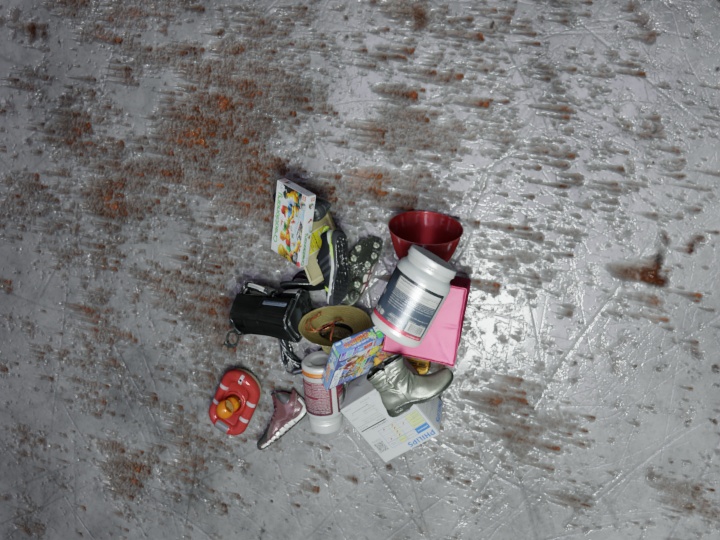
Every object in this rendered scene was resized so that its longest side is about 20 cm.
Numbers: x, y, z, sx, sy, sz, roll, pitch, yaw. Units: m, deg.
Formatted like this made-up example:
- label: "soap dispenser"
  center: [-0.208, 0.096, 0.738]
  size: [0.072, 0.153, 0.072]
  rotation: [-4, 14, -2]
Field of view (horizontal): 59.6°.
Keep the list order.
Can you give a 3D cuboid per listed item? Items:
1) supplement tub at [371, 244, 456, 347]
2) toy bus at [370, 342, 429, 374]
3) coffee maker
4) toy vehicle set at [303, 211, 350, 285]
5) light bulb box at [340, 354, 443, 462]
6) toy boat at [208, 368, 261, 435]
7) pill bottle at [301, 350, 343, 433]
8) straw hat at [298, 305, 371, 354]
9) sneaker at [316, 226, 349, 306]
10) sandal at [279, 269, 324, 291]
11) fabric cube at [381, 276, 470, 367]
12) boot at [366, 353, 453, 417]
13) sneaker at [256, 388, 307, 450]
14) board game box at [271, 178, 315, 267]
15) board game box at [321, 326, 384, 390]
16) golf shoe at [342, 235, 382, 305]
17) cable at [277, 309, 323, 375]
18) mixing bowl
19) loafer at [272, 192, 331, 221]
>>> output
- label: "supplement tub"
  center: [0.124, 0.059, 1.462]
  size: [0.138, 0.140, 0.204]
  rotation: [30, 101, 8]
- label: "toy bus"
  center: [0.096, 0.238, 1.729]
  size: [0.193, 0.065, 0.081]
  rotation: [8, 98, 12]
- label: "coffee maker"
  center: [-0.248, 0.135, 1.725]
  size: [0.195, 0.134, 0.198]
  rotation: [6, 78, 29]
- label: "toy vehicle set"
  center: [-0.118, -0.079, 1.729]
  size: [0.122, 0.026, 0.204]
  rotation: [-29, 68, 15]
- label: "light bulb box"
  center: [0.086, 0.365, 1.674]
  size: [0.196, 0.126, 0.201]
  rotation: [-34, 104, 26]
- label: "toy boat"
  center: [-0.375, 0.388, 1.824]
  size: [0.128, 0.131, 0.204]
  rotation: [27, 102, 8]
- label: "pill bottle"
  center: [-0.102, 0.340, 1.749]
  size: [0.110, 0.114, 0.206]
  rotation: [2, 110, 13]
- label: "straw hat"
  center: [-0.065, 0.179, 1.675]
  size: [0.194, 0.202, 0.087]
  rotation: [4, 120, 12]
- label: "sneaker"
  center: [-0.077, -0.012, 1.655]
  size: [0.081, 0.071, 0.207]
  rotation: [6, 94, 37]
- label: "sandal"
  center: [-0.130, 0.025, 1.767]
  size: [0.194, 0.076, 0.050]
  rotation: [-6, 69, 6]
- label: "fabric cube"
  center: [0.175, 0.114, 1.630]
  size: [0.190, 0.199, 0.207]
  rotation: [11, 99, 10]
- label: "boot"
  center: [0.121, 0.259, 1.526]
  size: [0.196, 0.068, 0.133]
  rotation: [-28, 105, 1]
- label: "sneaker"
  center: [-0.245, 0.422, 1.834]
  size: [0.199, 0.076, 0.116]
  rotation: [-40, 82, 4]
- label: "board game box"
  center: [-0.182, -0.127, 1.686]
  size: [0.125, 0.034, 0.206]
  rotation: [29, 122, 35]
- label: "board game box"
  center: [-0.022, 0.226, 1.604]
  size: [0.132, 0.202, 0.035]
  rotation: [-20, 61, -26]
- label: "golf shoe"
  center: [0.000, 0.000, 1.727]
  size: [0.076, 0.088, 0.204]
  rotation: [25, 79, 15]
- label: "cable"
  center: [-0.157, 0.197, 1.793]
  size: [0.158, 0.051, 0.207]
  rotation: [-3, 95, 13]
- label: "mixing bowl"
  center: [0.166, -0.064, 1.631]
  size: [0.194, 0.201, 0.111]
  rotation: [8, 119, 12]
- label: "loafer"
  center: [-0.163, -0.183, 1.730]
  size: [0.197, 0.070, 0.070]
  rotation: [20, 134, 38]
